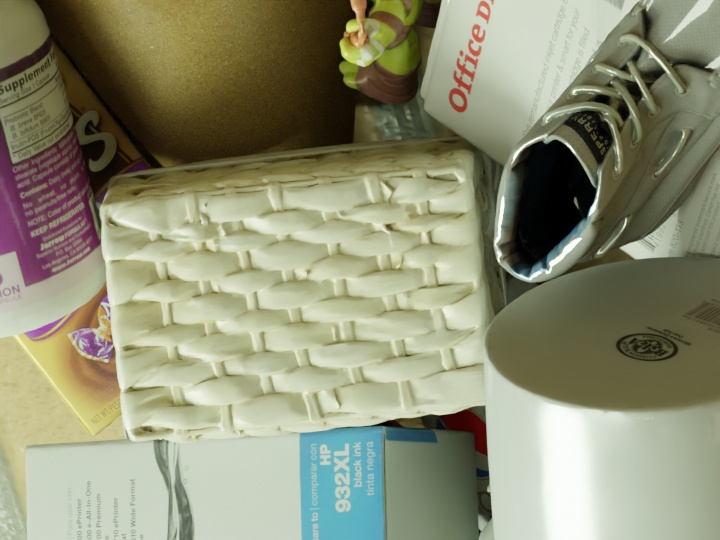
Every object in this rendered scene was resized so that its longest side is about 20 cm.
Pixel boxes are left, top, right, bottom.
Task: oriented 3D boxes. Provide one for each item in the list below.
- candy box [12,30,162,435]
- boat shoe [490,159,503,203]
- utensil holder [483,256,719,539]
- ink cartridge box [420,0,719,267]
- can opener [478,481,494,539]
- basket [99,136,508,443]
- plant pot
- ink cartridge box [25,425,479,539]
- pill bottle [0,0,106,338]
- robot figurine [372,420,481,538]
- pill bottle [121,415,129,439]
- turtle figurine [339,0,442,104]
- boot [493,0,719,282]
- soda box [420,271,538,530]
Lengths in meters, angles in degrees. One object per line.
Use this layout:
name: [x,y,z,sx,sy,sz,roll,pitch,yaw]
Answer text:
candy box: [-0.158,-0.025,1.543,0.200,0.117,0.056,53,-175,-16]
boat shoe: [0.000,0.000,1.513,0.068,0.072,0.200,34,115,-33]
utensil holder: [0.140,0.116,1.303,0.170,0.170,0.201,15,123,40]
ink cartridge box: [0.139,-0.094,1.359,0.200,0.083,0.147,36,137,23]
can opener: [0.127,0.073,1.421,0.066,0.200,0.053,34,180,-18]
basket: [-0.028,0.012,1.422,0.199,0.123,0.136,-6,96,4]
plant pot: [-0.078,-0.136,1.503,0.186,0.186,0.200,14,136,40]
ink cartridge box: [-0.054,0.126,1.486,0.199,0.145,0.084,-4,85,21]
pill bottle: [-0.200,-0.074,1.430,0.112,0.112,0.201,7,119,44]
robot figurine: [0.003,0.154,1.577,0.145,0.058,0.200,-42,74,25]
pill bottle: [-0.090,0.031,1.662,0.111,0.111,0.200,21,129,36]
turtle figurine: [0.026,-0.166,1.411,0.064,0.201,0.161,6,151,2]
boot: [0.124,-0.072,1.249,0.074,0.096,0.200,40,135,18]
soda box: [0.092,0.103,1.553,0.064,0.068,0.200,-15,104,51]
